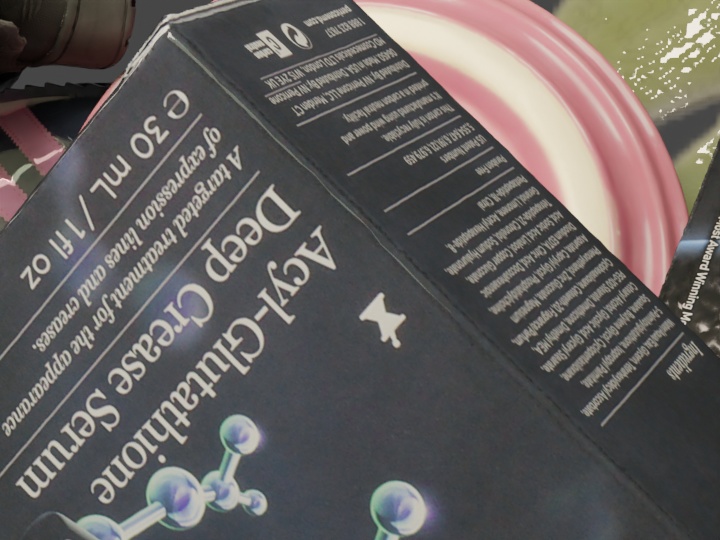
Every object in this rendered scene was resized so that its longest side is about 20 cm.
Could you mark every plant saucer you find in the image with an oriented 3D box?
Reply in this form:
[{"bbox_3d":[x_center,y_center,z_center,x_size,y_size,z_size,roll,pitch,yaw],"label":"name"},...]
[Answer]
[{"bbox_3d":[0.000,0.000,0.698,0.200,0.051,0.201,-1,78,4],"label":"plant saucer"}]

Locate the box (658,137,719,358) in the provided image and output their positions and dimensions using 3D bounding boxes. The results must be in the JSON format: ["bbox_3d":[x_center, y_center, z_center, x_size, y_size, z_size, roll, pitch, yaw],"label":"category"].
[{"bbox_3d":[0.184,-0.004,0.666,0.163,0.086,0.200,15,65,22],"label":"box"}]

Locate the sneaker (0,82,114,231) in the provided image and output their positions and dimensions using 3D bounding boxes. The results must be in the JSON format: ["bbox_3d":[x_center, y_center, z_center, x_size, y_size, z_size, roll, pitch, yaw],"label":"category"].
[{"bbox_3d":[-0.113,-0.018,0.778,0.199,0.070,0.082,-5,86,7],"label":"sneaker"}]

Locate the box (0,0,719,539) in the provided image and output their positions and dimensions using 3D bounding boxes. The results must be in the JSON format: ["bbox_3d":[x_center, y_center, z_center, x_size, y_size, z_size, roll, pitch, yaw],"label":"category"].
[{"bbox_3d":[-0.002,0.051,0.590,0.200,0.107,0.148,44,114,5],"label":"box"}]

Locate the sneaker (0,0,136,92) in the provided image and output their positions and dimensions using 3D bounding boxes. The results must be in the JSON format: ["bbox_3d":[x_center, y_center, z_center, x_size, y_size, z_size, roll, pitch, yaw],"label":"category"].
[{"bbox_3d":[-0.141,-0.088,0.739,0.200,0.104,0.060,5,93,61],"label":"sneaker"}]
